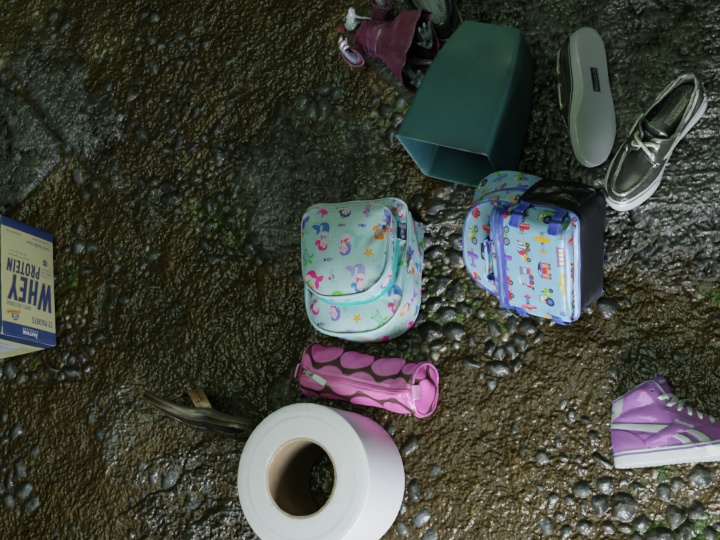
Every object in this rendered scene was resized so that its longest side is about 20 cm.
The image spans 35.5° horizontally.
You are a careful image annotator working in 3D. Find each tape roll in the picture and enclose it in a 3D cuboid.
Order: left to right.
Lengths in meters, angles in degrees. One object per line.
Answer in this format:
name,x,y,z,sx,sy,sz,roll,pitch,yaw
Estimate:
tape roll,-0.053,0.291,1.565,0.200,0.139,0.206,-5,76,22

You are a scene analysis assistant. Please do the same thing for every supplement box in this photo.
supplement box,-0.629,0.038,1.866,0.197,0.134,0.203,-12,74,21

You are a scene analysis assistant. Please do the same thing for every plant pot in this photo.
plant pot,0.164,-0.238,1.590,0.140,0.141,0.203,15,77,25

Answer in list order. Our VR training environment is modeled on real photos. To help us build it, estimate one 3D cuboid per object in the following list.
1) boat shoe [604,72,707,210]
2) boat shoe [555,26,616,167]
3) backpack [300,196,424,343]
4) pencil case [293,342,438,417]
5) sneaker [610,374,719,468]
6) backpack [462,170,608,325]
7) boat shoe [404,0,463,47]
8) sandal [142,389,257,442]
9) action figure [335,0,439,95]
boat shoe,0.388,-0.175,1.505,0.070,0.064,0.201,34,94,26
boat shoe,0.309,-0.234,1.565,0.064,0.070,0.203,-28,57,59
backpack,0.000,0.000,1.607,0.175,0.150,0.203,-3,82,22
pencil case,0.008,0.156,1.592,0.197,0.094,0.092,5,80,24
sneaker,0.413,0.185,1.422,0.198,0.073,0.116,-8,73,22
backpack,0.217,-0.035,1.497,0.198,0.134,0.185,16,125,33
boat shoe,0.094,-0.431,1.697,0.074,0.066,0.202,-25,70,17
sandal,-0.236,0.209,1.700,0.197,0.082,0.055,9,65,26
action figure,0.043,-0.352,1.698,0.199,0.149,0.135,30,86,45
